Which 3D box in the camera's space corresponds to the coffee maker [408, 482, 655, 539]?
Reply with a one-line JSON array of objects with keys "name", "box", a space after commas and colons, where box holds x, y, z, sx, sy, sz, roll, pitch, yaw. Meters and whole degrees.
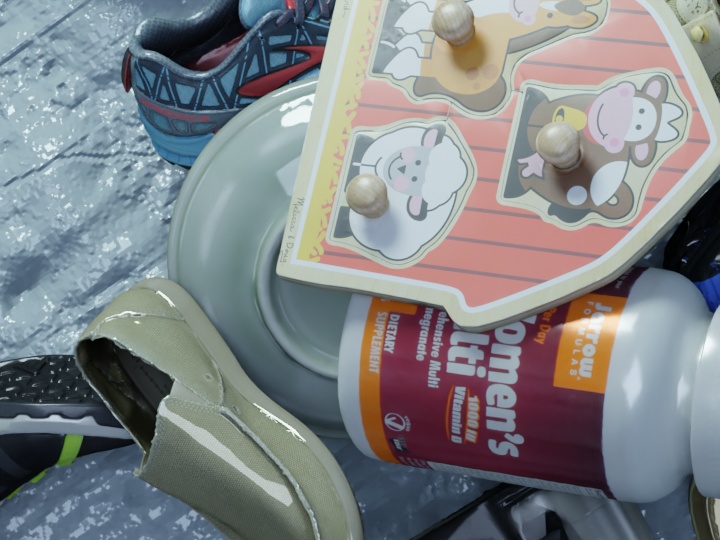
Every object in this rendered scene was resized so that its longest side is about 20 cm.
[{"name": "coffee maker", "box": [0.094, 0.212, 1.102, 0.192, 0.135, 0.200, -33, 83, 27]}]

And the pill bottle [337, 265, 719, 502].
[{"name": "pill bottle", "box": [0.099, 0.049, 1.012, 0.200, 0.110, 0.110, 7, 87, 23]}]

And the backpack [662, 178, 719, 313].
[{"name": "backpack", "box": [0.263, -0.003, 1.071, 0.200, 0.163, 0.168, -31, 93, 1]}]

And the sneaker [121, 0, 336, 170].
[{"name": "sneaker", "box": [-0.029, -0.124, 1.120, 0.200, 0.096, 0.079, -25, 43, 2]}]

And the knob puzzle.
[{"name": "knob puzzle", "box": [0.069, -0.070, 0.986, 0.219, 0.030, 0.220, -6, 70, 16]}]

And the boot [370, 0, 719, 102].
[{"name": "boot", "box": [0.112, -0.103, 1.050, 0.200, 0.155, 0.073, 29, 49, -20]}]

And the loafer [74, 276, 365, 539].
[{"name": "loafer", "box": [-0.076, 0.091, 1.083, 0.068, 0.076, 0.200, -22, 59, -39]}]

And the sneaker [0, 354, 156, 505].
[{"name": "sneaker", "box": [-0.202, 0.098, 1.158, 0.199, 0.072, 0.083, -5, 111, 5]}]

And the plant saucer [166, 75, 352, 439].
[{"name": "plant saucer", "box": [0.000, 0.000, 1.112, 0.200, 0.050, 0.201, -1, 107, -3]}]

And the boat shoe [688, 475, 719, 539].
[{"name": "boat shoe", "box": [0.235, 0.183, 1.112, 0.073, 0.063, 0.201, -26, 86, 2]}]
